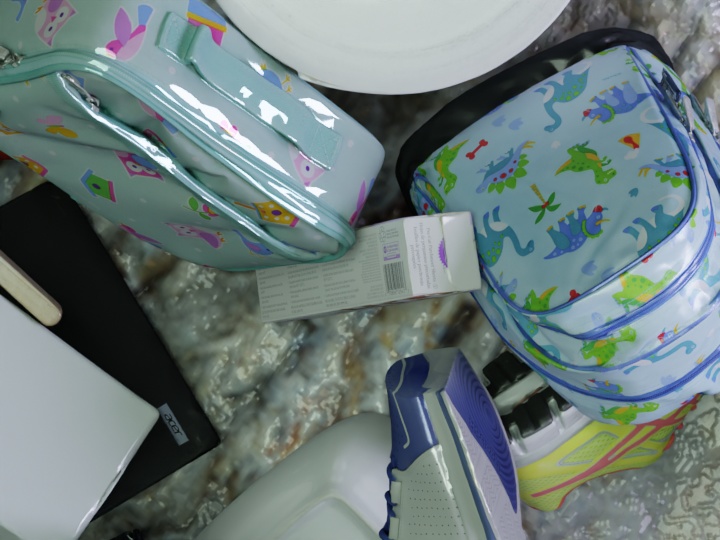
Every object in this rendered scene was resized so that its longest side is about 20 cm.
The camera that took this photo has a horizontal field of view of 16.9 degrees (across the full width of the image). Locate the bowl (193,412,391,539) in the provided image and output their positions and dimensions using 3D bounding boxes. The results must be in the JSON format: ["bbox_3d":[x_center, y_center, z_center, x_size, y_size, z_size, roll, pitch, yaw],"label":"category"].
[{"bbox_3d":[-0.010,0.200,1.291,0.200,0.075,0.200,-42,81,11],"label":"bowl"}]

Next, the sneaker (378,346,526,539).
[{"bbox_3d":[0.027,0.148,1.191,0.115,0.081,0.200,-14,102,15],"label":"sneaker"}]

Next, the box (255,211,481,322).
[{"bbox_3d":[0.000,0.000,1.232,0.038,0.200,0.042,-5,87,-24],"label":"box"}]

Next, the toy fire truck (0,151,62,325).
[{"bbox_3d":[-0.208,-0.074,1.283,0.128,0.176,0.201,0,93,12],"label":"toy fire truck"}]

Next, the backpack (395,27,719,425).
[{"bbox_3d":[0.117,-0.019,1.191,0.163,0.154,0.201,-27,62,4],"label":"backpack"}]

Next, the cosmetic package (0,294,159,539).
[{"bbox_3d":[-0.216,0.059,1.251,0.200,0.074,0.102,39,70,-11],"label":"cosmetic package"}]

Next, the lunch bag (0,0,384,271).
[{"bbox_3d":[-0.095,-0.072,1.174,0.160,0.200,0.077,0,62,52],"label":"lunch bag"}]

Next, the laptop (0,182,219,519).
[{"bbox_3d":[-0.214,0.081,1.360,0.200,0.103,0.178,-37,81,36],"label":"laptop"}]

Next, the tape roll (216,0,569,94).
[{"bbox_3d":[0.018,-0.192,1.164,0.201,0.139,0.204,1,101,3],"label":"tape roll"}]

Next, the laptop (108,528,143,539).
[{"bbox_3d":[-0.118,0.235,1.234,0.199,0.103,0.178,-26,92,30],"label":"laptop"}]

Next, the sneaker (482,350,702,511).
[{"bbox_3d":[0.148,0.055,1.262,0.199,0.091,0.078,-29,40,-4],"label":"sneaker"}]
